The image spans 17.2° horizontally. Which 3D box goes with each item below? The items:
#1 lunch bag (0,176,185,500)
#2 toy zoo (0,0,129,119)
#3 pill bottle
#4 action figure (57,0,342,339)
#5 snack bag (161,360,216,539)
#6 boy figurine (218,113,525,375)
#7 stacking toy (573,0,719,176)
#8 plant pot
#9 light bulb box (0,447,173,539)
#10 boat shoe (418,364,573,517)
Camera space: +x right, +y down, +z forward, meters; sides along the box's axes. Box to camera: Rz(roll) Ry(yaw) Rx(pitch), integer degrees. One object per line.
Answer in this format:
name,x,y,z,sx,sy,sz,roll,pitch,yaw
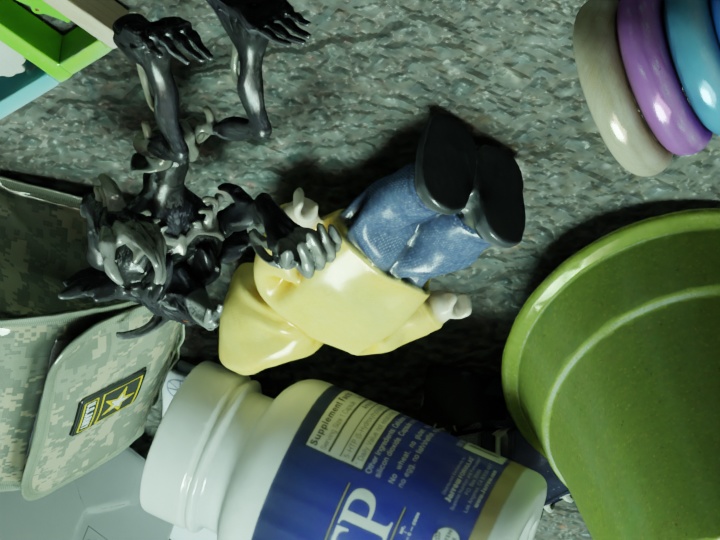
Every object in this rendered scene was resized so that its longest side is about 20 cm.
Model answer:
lunch bag,-0.190,0.038,1.262,0.199,0.118,0.164,4,143,-15
toy zoo,-0.224,-0.107,1.135,0.199,0.021,0.131,-25,136,34
pill bottle,-0.011,0.128,1.285,0.199,0.120,0.120,22,147,11
action figure,-0.078,-0.030,1.123,0.118,0.102,0.201,-14,133,-26
snack bag,-0.038,0.147,1.428,0.188,0.021,0.200,23,144,9
boy figurine,0.000,0.000,1.235,0.124,0.065,0.200,27,140,-27
stacking toy,0.198,-0.110,1.052,0.199,0.086,0.085,-19,140,22
plant pot,0.184,0.104,1.216,0.199,0.190,0.201,-4,130,-5
light bulb box,-0.234,0.202,1.411,0.125,0.199,0.200,41,133,-22
boat shoe,0.094,0.131,1.403,0.092,0.075,0.200,2,145,15
